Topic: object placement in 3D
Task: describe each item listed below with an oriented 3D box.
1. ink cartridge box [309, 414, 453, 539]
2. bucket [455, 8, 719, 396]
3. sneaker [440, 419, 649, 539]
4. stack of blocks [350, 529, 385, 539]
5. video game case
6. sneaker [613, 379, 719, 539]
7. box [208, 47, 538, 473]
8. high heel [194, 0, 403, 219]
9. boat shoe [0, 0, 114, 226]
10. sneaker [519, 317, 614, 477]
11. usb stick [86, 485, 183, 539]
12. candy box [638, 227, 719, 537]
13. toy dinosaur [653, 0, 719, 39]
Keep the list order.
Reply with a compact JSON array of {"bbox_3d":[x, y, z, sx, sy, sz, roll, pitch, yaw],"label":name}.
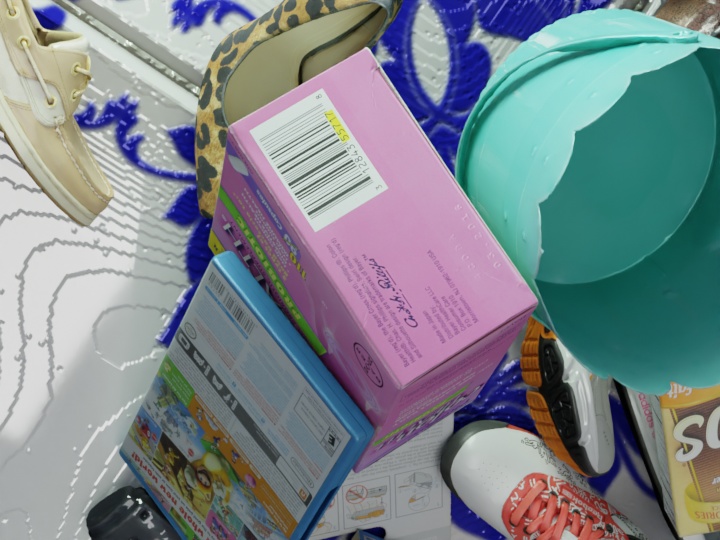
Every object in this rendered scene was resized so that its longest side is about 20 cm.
[{"bbox_3d":[-0.020,0.108,1.451,0.161,0.057,0.201,-11,131,-13],"label":"ink cartridge box"},{"bbox_3d":[0.160,-0.047,1.267,0.205,0.135,0.209,-9,114,-20],"label":"bucket"},{"bbox_3d":[0.146,0.176,1.463,0.201,0.108,0.067,40,90,-31],"label":"sneaker"},{"bbox_3d":[0.075,0.261,1.473,0.199,0.115,0.059,25,113,-22],"label":"stack of blocks"},{"bbox_3d":[-0.074,0.104,1.334,0.018,0.143,0.201,-23,154,-40],"label":"video game case"},{"bbox_3d":[0.256,0.125,1.508,0.120,0.084,0.201,-22,111,2],"label":"sneaker"},{"bbox_3d":[0.000,0.000,1.288,0.096,0.200,0.177,-30,78,-15],"label":"box"},{"bbox_3d":[-0.042,-0.107,1.311,0.071,0.143,0.201,23,100,-21],"label":"high heel"},{"bbox_3d":[-0.192,-0.121,1.302,0.069,0.074,0.201,-29,112,1],"label":"boat shoe"},{"bbox_3d":[0.152,0.033,1.440,0.091,0.076,0.202,-15,100,-20],"label":"sneaker"},{"bbox_3d":[-0.097,0.215,1.455,0.055,0.033,0.200,-33,116,27],"label":"usb stick"},{"bbox_3d":[0.243,0.061,1.417,0.114,0.055,0.202,-9,103,1],"label":"candy box"},{"bbox_3d":[0.205,-0.141,1.374,0.085,0.136,0.201,31,98,-22],"label":"toy dinosaur"}]
